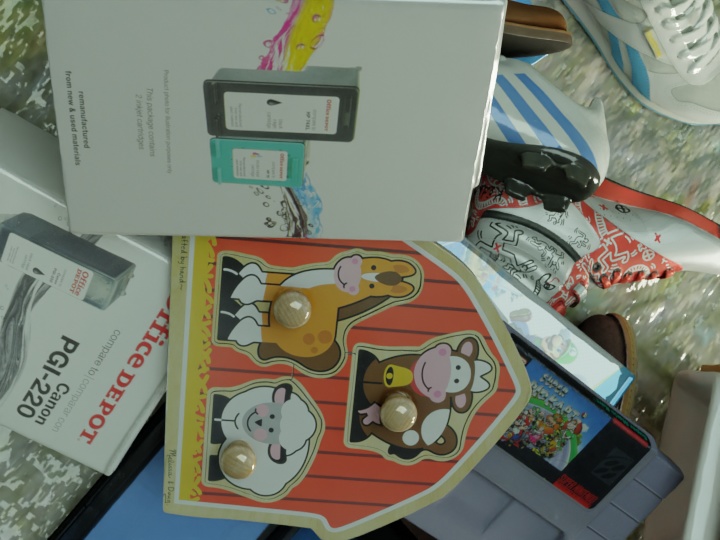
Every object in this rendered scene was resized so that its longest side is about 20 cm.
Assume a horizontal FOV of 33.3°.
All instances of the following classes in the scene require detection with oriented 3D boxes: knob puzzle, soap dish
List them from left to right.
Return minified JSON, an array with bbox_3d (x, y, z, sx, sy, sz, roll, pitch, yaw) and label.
[{"bbox_3d":[-0.005,0.060,0.651,0.219,0.030,0.220,-1,105,-3],"label":"knob puzzle"},{"bbox_3d":[0.243,0.143,0.789,0.081,0.200,0.158,12,87,7],"label":"soap dish"}]

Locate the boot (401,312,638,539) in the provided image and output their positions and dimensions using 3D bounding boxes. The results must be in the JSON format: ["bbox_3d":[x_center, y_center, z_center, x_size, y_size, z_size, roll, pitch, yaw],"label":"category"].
[{"bbox_3d":[0.085,0.098,0.803,0.166,0.072,0.200,24,88,-19],"label":"boot"}]

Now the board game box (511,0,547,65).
[{"bbox_3d":[0.016,-0.192,0.791,0.153,0.040,0.200,-34,101,-14],"label":"board game box"}]

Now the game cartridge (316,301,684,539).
[{"bbox_3d":[0.086,0.112,0.717,0.200,0.038,0.130,36,106,-23],"label":"game cartridge"}]

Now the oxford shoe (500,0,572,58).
[{"bbox_3d":[0.042,-0.175,0.743,0.200,0.071,0.071,10,83,-16],"label":"oxford shoe"}]

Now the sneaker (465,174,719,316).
[{"bbox_3d":[0.163,-0.006,0.831,0.201,0.067,0.108,22,86,-13],"label":"sneaker"}]

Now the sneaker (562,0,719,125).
[{"bbox_3d":[0.207,-0.176,0.832,0.200,0.081,0.077,42,78,-16],"label":"sneaker"}]

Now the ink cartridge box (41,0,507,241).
[{"bbox_3d":[-0.042,-0.115,0.601,0.200,0.147,0.146,1,134,-5],"label":"ink cartridge box"}]

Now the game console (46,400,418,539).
[{"bbox_3d":[-0.084,0.186,0.712,0.176,0.116,0.200,41,91,-14],"label":"game console"}]

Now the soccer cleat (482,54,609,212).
[{"bbox_3d":[0.064,-0.105,0.760,0.200,0.070,0.086,21,58,-10],"label":"soccer cleat"}]

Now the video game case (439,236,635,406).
[{"bbox_3d":[0.057,0.062,0.769,0.200,0.018,0.143,38,84,-6],"label":"video game case"}]

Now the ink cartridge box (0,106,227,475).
[{"bbox_3d":[-0.191,0.005,0.684,0.200,0.085,0.146,29,109,-18],"label":"ink cartridge box"}]
